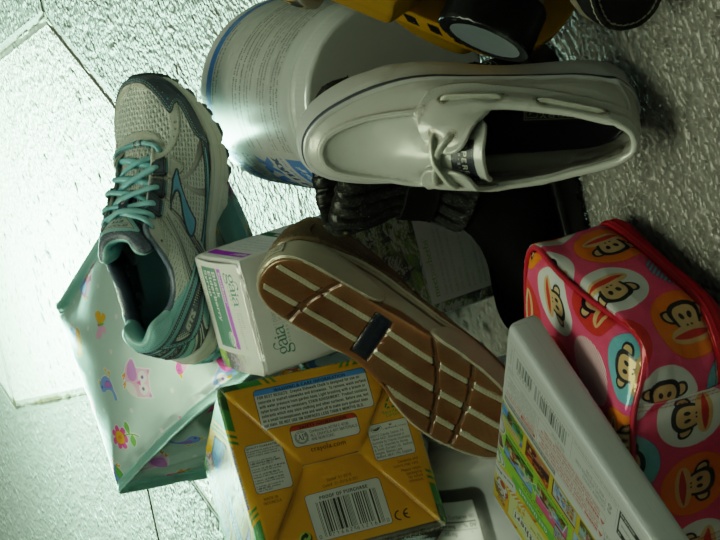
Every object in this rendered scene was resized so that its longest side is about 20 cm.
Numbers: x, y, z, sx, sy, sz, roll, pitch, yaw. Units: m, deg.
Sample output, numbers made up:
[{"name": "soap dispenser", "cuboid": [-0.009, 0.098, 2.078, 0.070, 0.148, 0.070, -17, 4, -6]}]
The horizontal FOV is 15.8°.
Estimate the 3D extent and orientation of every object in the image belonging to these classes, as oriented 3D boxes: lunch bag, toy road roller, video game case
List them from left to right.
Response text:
[{"name": "lunch bag", "cuboid": [-0.116, 0.038, 1.841, 0.200, 0.122, 0.170, -48, 57, 46]}, {"name": "toy road roller", "cuboid": [0.033, -0.194, 1.502, 0.146, 0.200, 0.123, 128, 165, -80]}, {"name": "video game case", "cuboid": [0.137, 0.153, 1.530, 0.200, 0.023, 0.182, 57, 160, 33]}, {"name": "lunch bag", "cuboid": [0.152, 0.076, 1.564, 0.176, 0.082, 0.200, 45, 147, 51]}]

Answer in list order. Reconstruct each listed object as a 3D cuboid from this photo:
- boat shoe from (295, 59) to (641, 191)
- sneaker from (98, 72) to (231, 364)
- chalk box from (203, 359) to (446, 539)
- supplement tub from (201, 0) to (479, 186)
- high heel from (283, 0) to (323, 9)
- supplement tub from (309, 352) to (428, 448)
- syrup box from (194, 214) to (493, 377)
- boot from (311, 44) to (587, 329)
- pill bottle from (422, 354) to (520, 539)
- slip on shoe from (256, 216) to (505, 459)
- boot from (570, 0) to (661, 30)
[{"name": "boat shoe", "cuboid": [0.062, -0.075, 1.495, 0.066, 0.200, 0.072, -93, 1, -58]}, {"name": "sneaker", "cuboid": [-0.135, -0.037, 1.728, 0.078, 0.086, 0.200, -17, 81, 35]}, {"name": "chalk box", "cuboid": [-0.030, 0.151, 1.729, 0.200, 0.125, 0.124, 112, 144, -68]}, {"name": "supplement tub", "cuboid": [-0.016, -0.118, 1.737, 0.200, 0.132, 0.132, 14, 120, 67]}, {"name": "high heel", "cuboid": [-0.076, -0.217, 1.625, 0.142, 0.200, 0.071, 21, 102, 13]}, {"name": "supplement tub", "cuboid": [-0.004, 0.095, 1.905, 0.200, 0.132, 0.132, 61, 157, 27]}, {"name": "syrup box", "cuboid": [0.000, 0.000, 1.717, 0.081, 0.200, 0.079, 10, 117, 66]}, {"name": "boot", "cuboid": [0.052, -0.035, 1.616, 0.079, 0.158, 0.211, 32, 136, 60]}, {"name": "pill bottle", "cuboid": [0.102, 0.162, 1.716, 0.114, 0.114, 0.200, 0, 107, 68]}, {"name": "slip on shoe", "cuboid": [0.026, 0.040, 1.636, 0.200, 0.061, 0.076, 33, 127, -4]}, {"name": "boot", "cuboid": [0.170, -0.177, 1.335, 0.151, 0.073, 0.200, 54, 147, 39]}]
